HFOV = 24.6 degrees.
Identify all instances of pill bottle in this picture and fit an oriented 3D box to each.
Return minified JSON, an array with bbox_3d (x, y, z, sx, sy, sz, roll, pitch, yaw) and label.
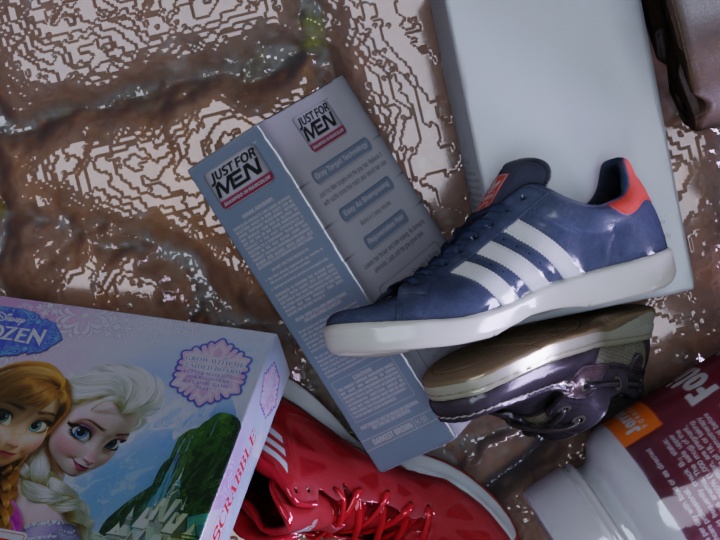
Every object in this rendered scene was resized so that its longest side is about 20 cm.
[{"bbox_3d":[0.202,0.115,0.946,0.200,0.114,0.114,-31,95,-1],"label":"pill bottle"}]

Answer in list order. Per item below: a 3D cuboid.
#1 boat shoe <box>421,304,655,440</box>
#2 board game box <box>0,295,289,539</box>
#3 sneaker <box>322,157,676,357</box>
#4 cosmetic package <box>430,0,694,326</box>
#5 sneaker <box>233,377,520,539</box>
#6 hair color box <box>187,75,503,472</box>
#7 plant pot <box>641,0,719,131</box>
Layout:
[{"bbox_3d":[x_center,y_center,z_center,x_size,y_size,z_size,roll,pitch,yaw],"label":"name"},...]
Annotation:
[{"bbox_3d":[0.107,0.062,0.909,0.072,0.200,0.065,-8,93,35],"label":"boat shoe"},{"bbox_3d":[-0.161,0.108,0.863,0.200,0.041,0.200,7,52,15],"label":"board game box"},{"bbox_3d":[0.066,-0.010,0.862,0.200,0.075,0.085,-15,91,-24],"label":"sneaker"},{"bbox_3d":[0.113,-0.077,0.947,0.113,0.081,0.200,-10,93,-3],"label":"cosmetic package"},{"bbox_3d":[-0.007,0.142,0.927,0.200,0.116,0.078,27,114,2],"label":"sneaker"},{"bbox_3d":[0.000,0.000,0.929,0.061,0.099,0.200,-28,96,35],"label":"hair color box"},{"bbox_3d":[0.254,-0.174,0.899,0.198,0.200,0.200,-18,94,5],"label":"plant pot"}]
